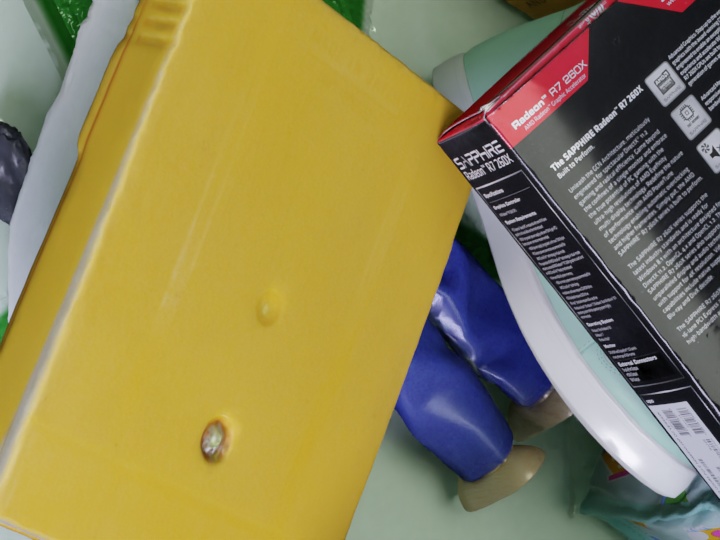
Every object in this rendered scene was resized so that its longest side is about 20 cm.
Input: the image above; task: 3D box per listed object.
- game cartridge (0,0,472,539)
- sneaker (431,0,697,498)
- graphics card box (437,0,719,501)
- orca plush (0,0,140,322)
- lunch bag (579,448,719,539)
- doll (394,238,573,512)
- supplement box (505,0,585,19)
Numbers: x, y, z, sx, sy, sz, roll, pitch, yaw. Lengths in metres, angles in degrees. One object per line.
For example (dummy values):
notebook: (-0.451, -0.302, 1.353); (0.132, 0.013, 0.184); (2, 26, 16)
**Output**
game cartridge: (-0.041, 0.009, 0.810); (0.176, 0.032, 0.201); (33, 73, -50)
sneaker: (0.112, -0.022, 0.912); (0.074, 0.118, 0.201); (29, 36, -61)
graphics card box: (0.136, -0.013, 0.868); (0.125, 0.051, 0.200); (-43, 97, -22)
orca plush: (-0.078, -0.049, 0.861); (0.071, 0.105, 0.201); (1, 89, -48)
lunch bag: (0.212, 0.073, 0.986); (0.200, 0.122, 0.171); (34, 68, -25)
doll: (0.000, 0.000, 0.918); (0.200, 0.048, 0.137); (49, 55, -13)
supplement box: (0.070, -0.150, 0.978); (0.200, 0.066, 0.069); (31, 69, -21)
